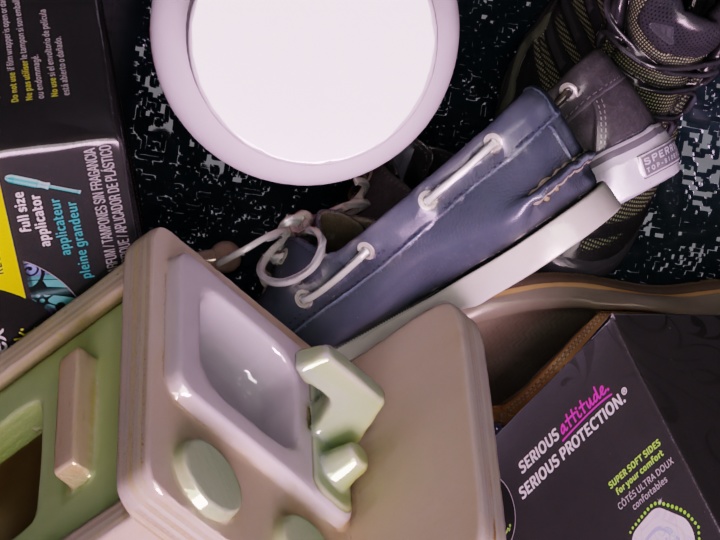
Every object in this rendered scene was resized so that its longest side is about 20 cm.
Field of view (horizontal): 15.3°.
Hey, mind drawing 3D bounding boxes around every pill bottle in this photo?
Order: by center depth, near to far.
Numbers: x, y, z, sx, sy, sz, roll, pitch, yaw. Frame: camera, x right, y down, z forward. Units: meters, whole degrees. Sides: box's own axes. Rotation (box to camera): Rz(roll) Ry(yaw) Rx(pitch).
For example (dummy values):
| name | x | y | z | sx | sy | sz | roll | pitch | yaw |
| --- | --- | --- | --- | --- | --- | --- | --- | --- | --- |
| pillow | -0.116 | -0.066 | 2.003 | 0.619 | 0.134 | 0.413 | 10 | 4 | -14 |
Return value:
| name | x | y | z | sx | sy | sz | roll | pitch | yaw |
| --- | --- | --- | --- | --- | --- | --- | --- | --- | --- |
| pill bottle | -0.022 | -0.091 | 0.989 | 0.111 | 0.200 | 0.113 | -1 | 99 | -4 |

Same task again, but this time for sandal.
| name | x | y | z | sx | sy | sz | roll | pitch | yaw |
| --- | --- | --- | --- | --- | --- | --- | --- | --- | --- |
| sandal | 0.096 | 0.043 | 1.075 | 0.199 | 0.054 | 0.081 | -2 | 143 | -8 |

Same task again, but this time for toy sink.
| name | x | y | z | sx | sy | sz | roll | pitch | yaw |
| --- | --- | --- | --- | --- | --- | --- | --- | --- | --- |
| toy sink | -0.065 | 0.076 | 0.907 | 0.200 | 0.131 | 0.112 | -34 | 125 | 24 |

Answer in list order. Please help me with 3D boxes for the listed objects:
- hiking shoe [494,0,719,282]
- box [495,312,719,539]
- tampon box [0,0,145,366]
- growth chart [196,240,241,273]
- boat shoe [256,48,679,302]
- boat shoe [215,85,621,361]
| name | x | y | z | sx | sy | sz | roll | pitch | yaw |
| --- | --- | --- | --- | --- | --- | --- | --- | --- | --- |
| hiking shoe | 0.103 | -0.087 | 1.049 | 0.075 | 0.101 | 0.201 | 15 | 97 | -6 |
| box | 0.149 | 0.130 | 1.001 | 0.124 | 0.148 | 0.201 | -47 | 56 | 37 |
| tampon box | -0.180 | -0.018 | 0.979 | 0.199 | 0.127 | 0.150 | -10 | 134 | -3 |
| growth chart | -0.104 | 0.085 | 1.043 | 0.144 | 0.018 | 0.201 | -5 | 67 | -11 |
| boat shoe | 0.028 | -0.026 | 1.041 | 0.199 | 0.070 | 0.067 | -27 | 92 | 36 |
| boat shoe | 0.000 | 0.000 | 0.985 | 0.199 | 0.075 | 0.062 | -30 | 92 | 31 |
